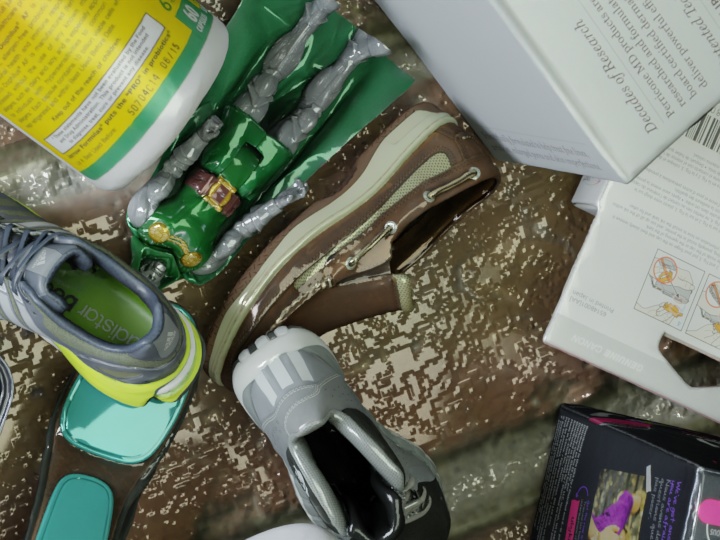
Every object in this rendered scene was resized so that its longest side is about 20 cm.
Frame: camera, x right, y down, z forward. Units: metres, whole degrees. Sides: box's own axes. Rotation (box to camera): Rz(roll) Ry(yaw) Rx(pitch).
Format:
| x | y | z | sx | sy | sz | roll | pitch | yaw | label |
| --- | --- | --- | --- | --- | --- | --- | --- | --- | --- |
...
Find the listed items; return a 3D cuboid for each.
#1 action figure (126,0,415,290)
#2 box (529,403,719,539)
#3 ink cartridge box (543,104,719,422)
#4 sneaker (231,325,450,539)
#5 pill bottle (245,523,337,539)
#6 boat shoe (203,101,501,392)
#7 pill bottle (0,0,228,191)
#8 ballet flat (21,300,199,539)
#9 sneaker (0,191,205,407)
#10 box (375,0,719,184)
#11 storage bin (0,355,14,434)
| x | y | z | sx | sy | sz | roll | pitch | yaw | label |
| --- | --- | --- | --- | --- | --- | --- | --- | --- | --- |
| -0.067 | -0.063 | 1.229 | 0.118 | 0.055 | 0.200 | 38 | 88 | -20 | action figure |
| 0.190 | 0.151 | 1.253 | 0.122 | 0.200 | 0.107 | 12 | 93 | -18 | box |
| 0.218 | -0.003 | 1.318 | 0.199 | 0.045 | 0.177 | 25 | 88 | -18 | ink cartridge box |
| 0.003 | 0.127 | 1.210 | 0.075 | 0.116 | 0.200 | -38 | 129 | 3 | sneaker |
| -0.017 | 0.243 | 1.173 | 0.109 | 0.109 | 0.201 | -32 | 105 | -11 | pill bottle |
| -0.001 | -0.002 | 1.230 | 0.075 | 0.075 | 0.202 | 39 | 83 | 20 | boat shoe |
| -0.177 | -0.141 | 1.152 | 0.200 | 0.113 | 0.113 | 37 | 85 | -17 | pill bottle |
| -0.148 | 0.109 | 1.206 | 0.068 | 0.068 | 0.201 | 26 | 72 | -9 | ballet flat |
| -0.172 | -0.003 | 1.162 | 0.199 | 0.081 | 0.074 | 26 | 71 | 6 | sneaker |
| 0.096 | -0.167 | 1.188 | 0.131 | 0.199 | 0.200 | -41 | 106 | -8 | box |
| -0.296 | 0.074 | 1.150 | 0.199 | 0.094 | 0.136 | 19 | 90 | -19 | storage bin |
